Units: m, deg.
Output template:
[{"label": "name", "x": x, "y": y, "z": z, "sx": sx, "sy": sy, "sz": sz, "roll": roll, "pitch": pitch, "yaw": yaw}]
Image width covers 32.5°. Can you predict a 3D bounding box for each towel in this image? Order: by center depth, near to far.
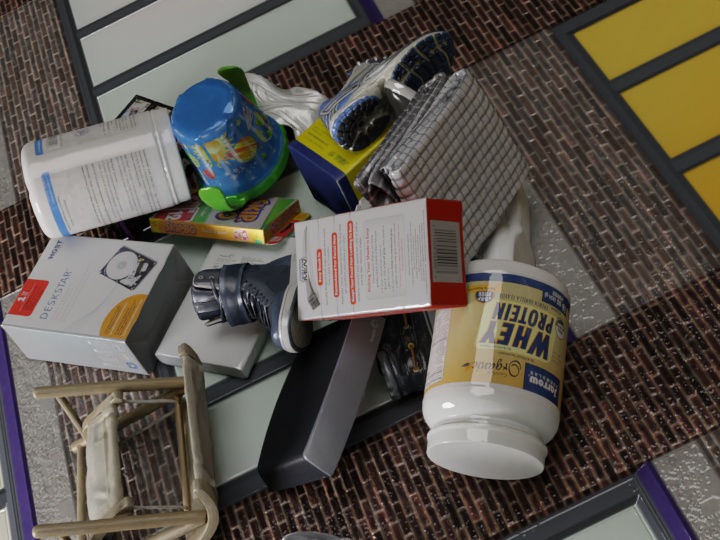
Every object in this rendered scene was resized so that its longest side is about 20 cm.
[{"label": "towel", "x": 0.094, "y": -0.106, "z": 1.410, "sx": 0.085, "sy": 0.166, "sz": 0.200, "roll": -2, "pitch": 43, "yaw": 44}]

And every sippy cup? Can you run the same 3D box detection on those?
[{"label": "sippy cup", "x": -0.179, "y": -0.177, "z": 1.616, "sx": 0.139, "sy": 0.130, "sz": 0.178, "roll": -36, "pitch": 56, "yaw": 2}]

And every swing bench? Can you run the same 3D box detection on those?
[{"label": "swing bench", "x": -0.254, "y": 0.218, "z": 1.396, "sx": 0.199, "sy": 0.130, "sz": 0.200, "roll": -15, "pitch": 48, "yaw": 3}]

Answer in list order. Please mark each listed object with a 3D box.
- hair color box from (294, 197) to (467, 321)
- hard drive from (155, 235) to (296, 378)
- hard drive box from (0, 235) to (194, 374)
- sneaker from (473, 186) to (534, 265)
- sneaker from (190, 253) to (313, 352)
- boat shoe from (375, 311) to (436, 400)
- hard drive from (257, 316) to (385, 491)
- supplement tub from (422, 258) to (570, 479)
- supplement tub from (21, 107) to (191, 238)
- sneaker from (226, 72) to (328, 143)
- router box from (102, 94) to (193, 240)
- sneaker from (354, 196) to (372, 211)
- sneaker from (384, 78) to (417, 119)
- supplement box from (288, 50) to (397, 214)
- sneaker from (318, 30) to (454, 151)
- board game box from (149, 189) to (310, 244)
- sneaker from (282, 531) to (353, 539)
[{"label": "hair color box", "x": 0.018, "y": -0.008, "z": 1.314, "sx": 0.199, "sy": 0.064, "sz": 0.112, "roll": -7, "pitch": 83, "yaw": 44}, {"label": "hard drive", "x": -0.161, "y": 0.038, "z": 1.567, "sx": 0.131, "sy": 0.026, "sz": 0.201, "roll": 7, "pitch": 56, "yaw": 27}, {"label": "hard drive box", "x": -0.338, "y": 0.042, "z": 1.605, "sx": 0.199, "sy": 0.077, "sz": 0.157, "roll": 4, "pitch": 54, "yaw": 26}, {"label": "sneaker", "x": 0.156, "y": -0.026, "z": 1.465, "sx": 0.088, "sy": 0.075, "sz": 0.201, "roll": -14, "pitch": 39, "yaw": 18}, {"label": "sneaker", "x": -0.130, "y": 0.046, "z": 1.448, "sx": 0.145, "sy": 0.077, "sz": 0.203, "roll": -8, "pitch": 21, "yaw": 4}, {"label": "boat shoe", "x": 0.047, "y": 0.055, "z": 1.435, "sx": 0.090, "sy": 0.071, "sz": 0.201, "roll": -20, "pitch": 50, "yaw": 2}, {"label": "hard drive", "x": -0.047, "y": 0.143, "z": 1.384, "sx": 0.135, "sy": 0.042, "sz": 0.201, "roll": -25, "pitch": 37, "yaw": 50}, {"label": "supplement tub", "x": 0.142, "y": 0.105, "z": 1.297, "sx": 0.143, "sy": 0.145, "sz": 0.201, "roll": -1, "pitch": 63, "yaw": 22}, {"label": "supplement tub", "x": -0.335, "y": -0.129, "z": 1.634, "sx": 0.198, "sy": 0.132, "sz": 0.132, "roll": -15, "pitch": 47, "yaw": -6}, {"label": "sneaker", "x": -0.134, "y": -0.212, "z": 1.728, "sx": 0.199, "sy": 0.078, "sz": 0.100, "roll": 13, "pitch": 62, "yaw": 32}, {"label": "router box", "x": -0.322, "y": -0.151, "z": 1.769, "sx": 0.148, "sy": 0.051, "sz": 0.200, "roll": 22, "pitch": 64, "yaw": 32}, {"label": "sneaker", "x": 0.000, "y": 0.000, "z": 1.487, "sx": 0.075, "sy": 0.087, "sz": 0.200, "roll": 21, "pitch": 48, "yaw": 13}, {"label": "sneaker", "x": 0.072, "y": -0.139, "z": 1.509, "sx": 0.099, "sy": 0.200, "sz": 0.071, "roll": -47, "pitch": 34, "yaw": -5}, {"label": "supplement box", "x": 0.026, "y": -0.167, "z": 1.600, "sx": 0.200, "sy": 0.110, "sz": 0.109, "roll": -42, "pitch": 50, "yaw": -13}, {"label": "sneaker", "x": 0.027, "y": -0.239, "z": 1.535, "sx": 0.200, "sy": 0.077, "sz": 0.085, "roll": -39, "pitch": 45, "yaw": -11}, {"label": "board game box", "x": -0.173, "y": -0.072, "z": 1.639, "sx": 0.199, "sy": 0.030, "sz": 0.096, "roll": 9, "pitch": 32, "yaw": 26}, {"label": "sneaker", "x": -0.075, "y": 0.322, "z": 1.242, "sx": 0.199, "sy": 0.115, "sz": 0.075, "roll": -20, "pitch": 48, "yaw": 7}]
